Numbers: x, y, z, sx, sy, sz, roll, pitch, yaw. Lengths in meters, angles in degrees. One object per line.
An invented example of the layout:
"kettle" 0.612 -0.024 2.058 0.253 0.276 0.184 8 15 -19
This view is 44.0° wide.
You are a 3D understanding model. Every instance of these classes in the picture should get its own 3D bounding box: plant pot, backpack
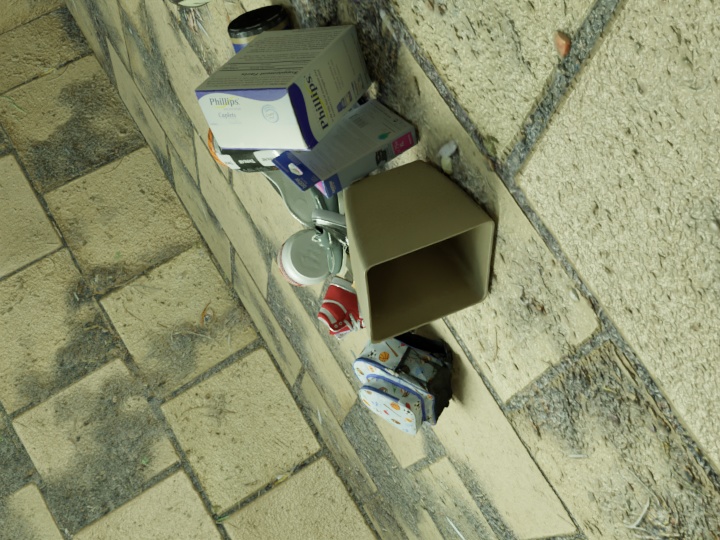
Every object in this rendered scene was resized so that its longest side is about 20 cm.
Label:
"plant pot" 0.069 -0.043 1.340 0.201 0.197 0.178 84 163 -54
"backpack" 0.076 0.213 1.733 0.189 0.154 0.201 32 152 23

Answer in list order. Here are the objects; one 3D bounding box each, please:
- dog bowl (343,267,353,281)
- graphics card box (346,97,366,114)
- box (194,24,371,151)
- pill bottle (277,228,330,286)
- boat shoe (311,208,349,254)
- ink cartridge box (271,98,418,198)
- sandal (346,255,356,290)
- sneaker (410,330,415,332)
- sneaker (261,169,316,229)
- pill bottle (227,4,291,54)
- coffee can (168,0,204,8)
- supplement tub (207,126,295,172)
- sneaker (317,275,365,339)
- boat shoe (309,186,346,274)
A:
"dog bowl" -0.027 -0.067 1.800 0.201 0.058 0.201 54 163 24
"graphics card box" -0.035 -0.270 1.502 0.201 0.050 0.126 56 163 14
"box" -0.113 -0.278 1.353 0.182 0.201 0.106 6 131 34
"pill bottle" -0.106 -0.025 1.780 0.111 0.109 0.200 61 171 -3
"boat shoe" 0.003 -0.049 1.543 0.197 0.057 0.069 22 174 -11
"ink cartridge box" -0.025 -0.180 1.350 0.119 0.198 0.042 43 158 45
"sandal" 0.000 0.000 1.636 0.200 0.054 0.083 47 139 41
"sneaker" 0.069 0.026 1.670 0.074 0.086 0.203 35 126 57
"sneaker" -0.131 -0.165 1.772 0.200 0.071 0.099 49 -174 5
"pill bottle" -0.157 -0.363 1.608 0.112 0.111 0.202 37 152 54
"coffee can" -0.293 -0.565 1.626 0.200 0.145 0.148 23 139 64
"supplement tub" -0.171 -0.235 1.557 0.198 0.122 0.124 0 122 43
"sneaker" 0.009 0.100 1.766 0.198 0.114 0.071 24 166 18
"boat shoe" -0.062 -0.079 1.620 0.073 0.061 0.203 -119 23 -53
